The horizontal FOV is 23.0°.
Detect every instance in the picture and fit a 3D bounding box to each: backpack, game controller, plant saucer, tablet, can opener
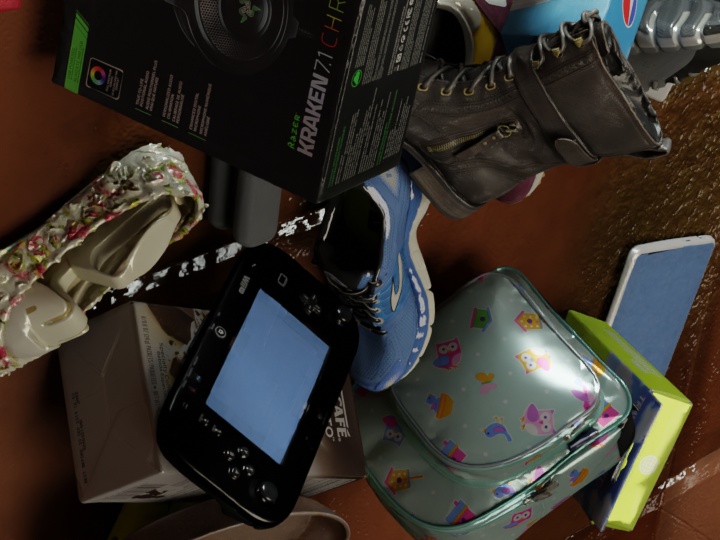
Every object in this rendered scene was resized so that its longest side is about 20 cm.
[{"bbox_3d":[0.089,0.113,1.343,0.200,0.176,0.153,-40,156,-1],"label":"backpack"},{"bbox_3d":[-0.062,0.069,1.118,0.104,0.042,0.200,48,38,-22],"label":"game controller"},{"bbox_3d":[-0.105,0.200,1.201,0.200,0.035,0.200,-19,154,-10],"label":"plant saucer"},{"bbox_3d":[0.256,0.062,1.625,0.130,0.014,0.200,-8,123,-45],"label":"tablet"},{"bbox_3d":[-0.058,-0.110,1.122,0.066,0.053,0.200,-16,128,-41],"label":"can opener"}]

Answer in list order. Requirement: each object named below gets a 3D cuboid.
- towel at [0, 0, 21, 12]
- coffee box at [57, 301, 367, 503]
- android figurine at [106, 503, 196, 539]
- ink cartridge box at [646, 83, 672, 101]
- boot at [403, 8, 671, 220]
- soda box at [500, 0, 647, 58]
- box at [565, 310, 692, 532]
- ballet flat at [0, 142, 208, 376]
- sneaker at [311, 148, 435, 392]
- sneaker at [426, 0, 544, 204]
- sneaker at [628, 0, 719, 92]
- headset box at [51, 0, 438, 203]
[{"bbox_3d":[-0.237,-0.208,0.881,0.145,0.022,0.200,-19,128,-35],"label":"towel"},{"bbox_3d":[-0.094,0.092,1.170,0.080,0.113,0.200,-23,160,35],"label":"coffee box"},{"bbox_3d":[-0.112,0.187,1.299,0.182,0.041,0.200,15,108,-51],"label":"android figurine"},{"bbox_3d":[0.247,-0.235,1.295,0.109,0.050,0.200,-61,173,-53],"label":"ink cartridge box"},{"bbox_3d":[0.086,-0.127,1.138,0.200,0.174,0.069,46,42,-25],"label":"boot"},{"bbox_3d":[0.160,-0.209,1.206,0.064,0.068,0.200,66,38,-47],"label":"soda box"},{"bbox_3d":[0.202,0.125,1.464,0.048,0.200,0.122,17,104,-21],"label":"box"},{"bbox_3d":[-0.173,0.001,1.072,0.200,0.064,0.076,-46,143,-11],"label":"ballet flat"},{"bbox_3d":[0.000,0.000,1.240,0.089,0.079,0.200,-36,133,-46],"label":"sneaker"},{"bbox_3d":[0.077,-0.126,1.245,0.090,0.075,0.200,-32,128,-31],"label":"sneaker"},{"bbox_3d":[0.206,-0.140,1.266,0.075,0.200,0.116,-53,136,-43],"label":"sneaker"},{"bbox_3d":[-0.064,-0.160,0.967,0.093,0.200,0.174,-28,139,-54],"label":"headset box"}]
